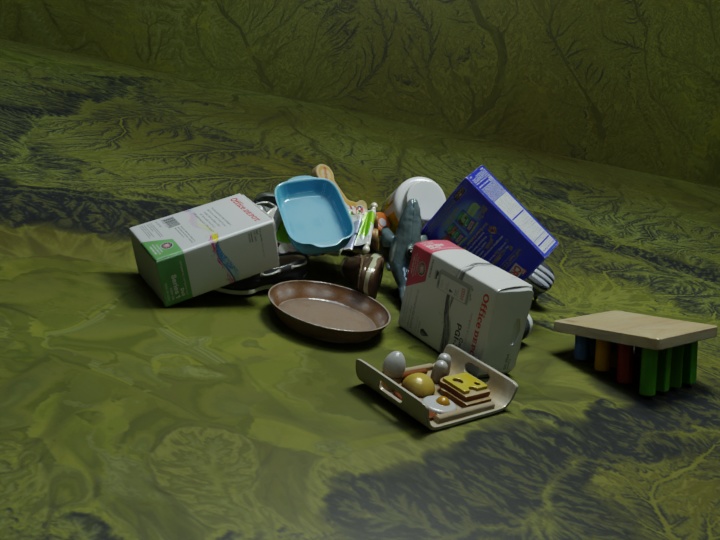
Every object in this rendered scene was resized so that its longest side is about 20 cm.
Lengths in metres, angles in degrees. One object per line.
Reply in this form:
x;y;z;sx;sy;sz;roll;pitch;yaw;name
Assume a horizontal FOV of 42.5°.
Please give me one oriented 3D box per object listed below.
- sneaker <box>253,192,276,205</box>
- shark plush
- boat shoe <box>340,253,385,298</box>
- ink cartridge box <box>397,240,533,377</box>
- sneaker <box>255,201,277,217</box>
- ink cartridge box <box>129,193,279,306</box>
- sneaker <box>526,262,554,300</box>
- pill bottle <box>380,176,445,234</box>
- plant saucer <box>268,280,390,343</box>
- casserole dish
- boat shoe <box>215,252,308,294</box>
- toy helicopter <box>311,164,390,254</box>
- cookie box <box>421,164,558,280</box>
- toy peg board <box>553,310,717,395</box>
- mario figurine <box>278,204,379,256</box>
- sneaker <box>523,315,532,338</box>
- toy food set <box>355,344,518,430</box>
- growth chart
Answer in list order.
-0.131;-0.121;1.911;0.196;0.078;0.114;10;16;-19;sneaker
0.073;-0.025;1.630;0.090;0.084;0.202;21;59;-6;shark plush
-0.001;0.006;1.624;0.073;0.076;0.202;10;5;3;boat shoe
0.161;0.056;1.453;0.082;0.149;0.199;-4;23;-38;ink cartridge box
-0.163;-0.089;1.781;0.198;0.082;0.076;-4;22;-45;sneaker
-0.245;-0.037;1.460;0.197;0.085;0.145;-20;31;-23;ink cartridge box
0.275;-0.015;1.786;0.199;0.088;0.074;41;61;7;sneaker
0.108;-0.123;1.859;0.107;0.111;0.200;10;-8;-8;pill bottle
-0.051;0.068;1.459;0.197;0.035;0.201;12;17;-4;plant saucer
-0.083;-0.093;1.621;0.119;0.039;0.201;-8;43;-15;casserole dish
-0.169;0.001;1.533;0.197;0.061;0.074;-1;23;-36;boat shoe
-0.040;-0.119;1.841;0.132;0.079;0.202;-33;90;-43;toy helicopter
0.230;-0.057;1.678;0.200;0.172;0.075;46;43;6;cookie box
0.457;0.136;1.547;0.198;0.100;0.197;-4;8;-43;toy peg board
-0.065;-0.078;1.702;0.196;0.108;0.123;-4;0;0;mario figurine
0.186;0.065;1.563;0.198;0.074;0.111;23;19;26;sneaker
0.107;0.148;1.281;0.198;0.061;0.143;-6;25;-43;toy food set
-0.069;-0.075;1.653;0.196;0.018;0.146;4;46;-1;growth chart
